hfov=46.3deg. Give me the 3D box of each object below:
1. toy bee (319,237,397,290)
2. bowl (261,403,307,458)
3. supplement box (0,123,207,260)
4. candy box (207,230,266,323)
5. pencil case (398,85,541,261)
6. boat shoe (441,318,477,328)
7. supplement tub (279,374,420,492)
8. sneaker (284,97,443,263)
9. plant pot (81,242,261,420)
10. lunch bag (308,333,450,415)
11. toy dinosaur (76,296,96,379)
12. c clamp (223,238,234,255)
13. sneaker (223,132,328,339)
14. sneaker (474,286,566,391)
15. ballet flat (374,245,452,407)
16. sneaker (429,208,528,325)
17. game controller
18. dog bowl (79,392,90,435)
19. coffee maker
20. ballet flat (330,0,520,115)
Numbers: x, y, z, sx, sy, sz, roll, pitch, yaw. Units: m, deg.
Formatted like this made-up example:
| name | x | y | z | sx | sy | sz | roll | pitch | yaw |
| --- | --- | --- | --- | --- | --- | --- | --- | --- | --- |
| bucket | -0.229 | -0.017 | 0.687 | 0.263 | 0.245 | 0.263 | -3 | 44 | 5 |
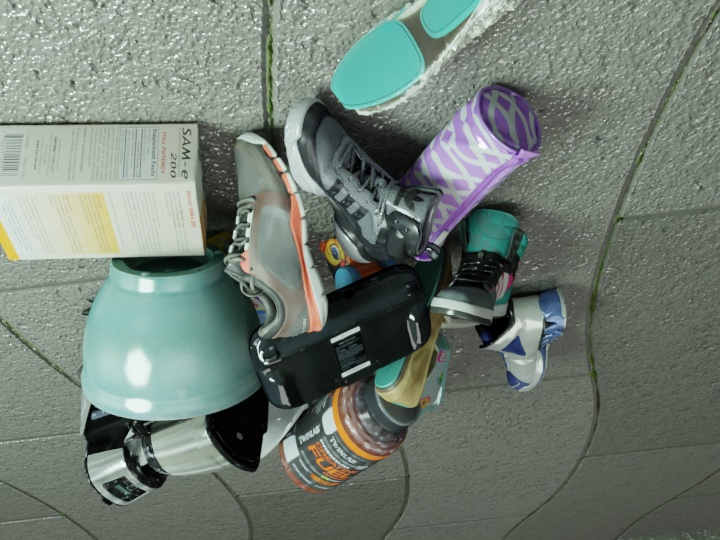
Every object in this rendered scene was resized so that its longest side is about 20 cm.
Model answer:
| name | x | y | z | sx | sy | sz | roll | pitch | yaw |
| --- | --- | --- | --- | --- | --- | --- | --- | --- | --- |
| toy bee | 0.000 | 0.000 | 0.952 | 0.129 | 0.204 | 0.108 | 7 | -175 | -32 |
| bowl | -0.120 | 0.147 | 1.144 | 0.090 | 0.202 | 0.201 | 35 | 139 | -8 |
| supplement box | -0.250 | -0.074 | 0.811 | 0.196 | 0.075 | 0.127 | -1 | 150 | -8 |
| candy box | -0.158 | 0.030 | 1.035 | 0.101 | 0.027 | 0.200 | -26 | 144 | 8 |
| pencil case | 0.096 | -0.092 | 0.834 | 0.083 | 0.087 | 0.200 | 6 | 147 | -25 |
| boat shoe | 0.065 | 0.041 | 1.086 | 0.196 | 0.062 | 0.074 | 6 | 168 | -18 |
| supplement tub | -0.012 | 0.197 | 1.052 | 0.106 | 0.108 | 0.200 | 15 | 141 | -33 |
| sneaker | 0.012 | -0.081 | 0.790 | 0.112 | 0.076 | 0.201 | 8 | 145 | 34 |
| plant pot | -0.198 | 0.048 | 0.885 | 0.196 | 0.201 | 0.137 | -2 | 111 | -6 |
| lunch bag | 0.024 | 0.158 | 1.206 | 0.168 | 0.124 | 0.200 | -6 | 155 | -25 |
| toy dinosaur | -0.285 | 0.080 | 1.084 | 0.201 | 0.102 | 0.136 | -50 | 161 | -1 |
| c clamp | -0.076 | 0.036 | 0.948 | 0.027 | 0.172 | 0.200 | -40 | 153 | 8 |
| sneaker | -0.094 | -0.029 | 0.799 | 0.081 | 0.203 | 0.077 | -19 | -178 | -20 |
| sneaker | 0.212 | 0.092 | 1.194 | 0.113 | 0.082 | 0.201 | 0 | 143 | -4 |
| ballet flat | 0.073 | 0.068 | 1.000 | 0.063 | 0.202 | 0.068 | 36 | 156 | -30 |
| sneaker | 0.136 | -0.007 | 0.941 | 0.082 | 0.123 | 0.200 | 11 | -174 | 18 |
| game controller | -0.017 | 0.071 | 0.885 | 0.197 | 0.042 | 0.106 | -23 | 125 | -13 |
| dog bowl | -0.303 | 0.181 | 1.198 | 0.196 | 0.060 | 0.200 | -14 | 174 | -1 |
| coffee maker | -0.218 | 0.176 | 1.024 | 0.197 | 0.193 | 0.136 | -19 | 111 | 21 |
| ballet flat | 0.062 | -0.189 | 0.684 | 0.071 | 0.073 | 0.199 | 21 | 141 | -39 |
